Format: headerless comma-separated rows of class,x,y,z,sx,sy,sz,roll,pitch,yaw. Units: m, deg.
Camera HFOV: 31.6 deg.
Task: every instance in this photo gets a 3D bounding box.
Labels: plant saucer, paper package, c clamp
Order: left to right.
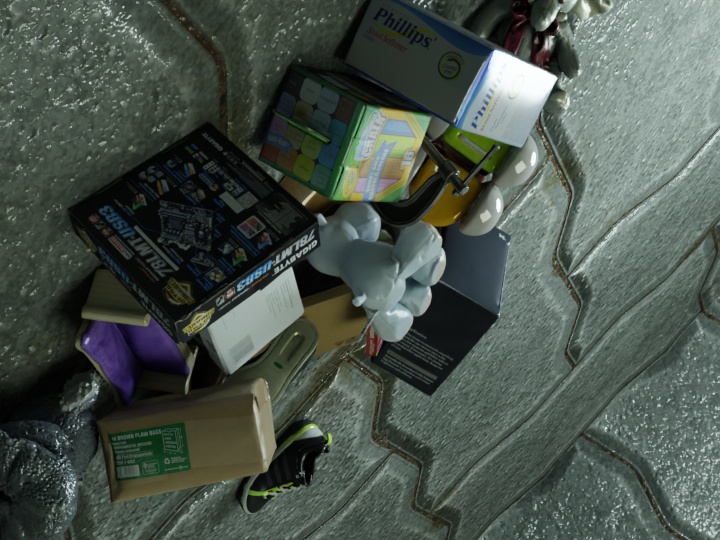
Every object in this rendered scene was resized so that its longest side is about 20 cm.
paper package,-0.211,0.207,1.587,0.197,0.105,0.191,-10,180,-1
plant saucer,-0.051,-0.083,1.709,0.199,0.035,0.201,-37,152,-23
c clamp,0.061,-0.149,1.597,0.172,0.200,0.027,-52,153,19

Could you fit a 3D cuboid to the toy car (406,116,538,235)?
toy car,0.142,-0.161,1.794,0.201,0.174,0.150,-55,-172,14

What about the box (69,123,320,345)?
box,-0.178,-0.045,1.376,0.198,0.200,0.050,-37,150,-22

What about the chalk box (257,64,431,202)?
chalk box,-0.030,-0.161,1.515,0.199,0.124,0.125,-3,119,-55

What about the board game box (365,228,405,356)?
board game box,0.051,0.015,1.817,0.104,0.019,0.201,91,20,-50

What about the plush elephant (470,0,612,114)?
plush elephant,0.237,-0.333,1.679,0.155,0.163,0.202,112,1,-61

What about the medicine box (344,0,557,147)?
medicine box,0.112,-0.245,1.556,0.199,0.181,0.104,4,115,-58

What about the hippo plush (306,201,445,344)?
hippo plush,0.000,0.000,1.675,0.200,0.160,0.161,-41,148,-31

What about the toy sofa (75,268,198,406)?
toy sofa,-0.264,0.089,1.519,0.201,0.082,0.099,76,23,-59

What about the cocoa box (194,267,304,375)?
cocoa box,-0.167,0.002,1.535,0.133,0.131,0.201,-39,153,-16

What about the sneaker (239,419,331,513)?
sneaker,-0.124,0.341,2.124,0.201,0.083,0.072,-53,153,10

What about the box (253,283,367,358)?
box,-0.066,0.079,1.824,0.197,0.021,0.164,-18,153,-4

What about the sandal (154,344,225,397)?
sandal,-0.248,0.155,1.711,0.200,0.082,0.054,-45,133,8

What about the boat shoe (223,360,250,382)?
boat shoe,-0.167,0.159,1.827,0.060,0.074,0.201,-38,145,-8

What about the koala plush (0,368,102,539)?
koala plush,-0.374,0.216,1.489,0.200,0.182,0.180,-41,148,-63

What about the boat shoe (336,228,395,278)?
boat shoe,0.012,-0.013,1.812,0.072,0.076,0.199,-44,168,25

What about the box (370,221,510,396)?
box,0.123,0.042,1.924,0.201,0.116,0.198,-53,-167,37

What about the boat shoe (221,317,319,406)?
boat shoe,-0.132,0.152,1.742,0.200,0.072,0.068,-44,171,-26
